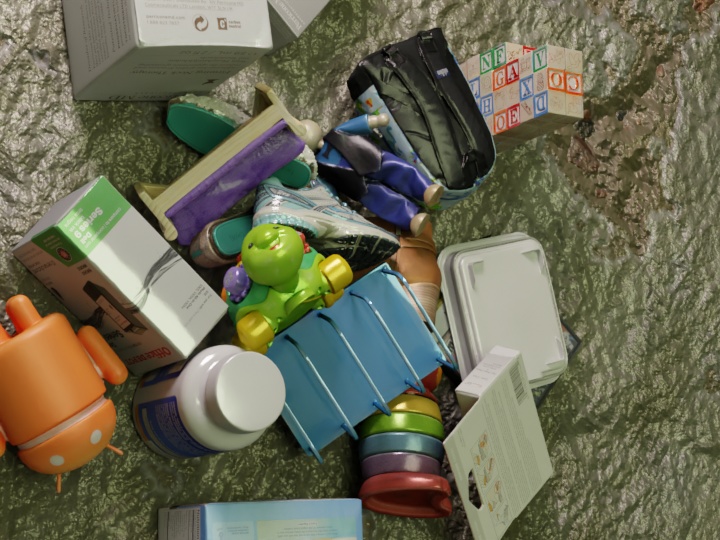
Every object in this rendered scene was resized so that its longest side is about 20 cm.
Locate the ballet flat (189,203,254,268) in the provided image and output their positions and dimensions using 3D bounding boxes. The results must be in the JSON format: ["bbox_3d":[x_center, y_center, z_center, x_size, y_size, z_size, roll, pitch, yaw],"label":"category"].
[{"bbox_3d":[-0.123,-0.045,1.745,0.199,0.067,0.069,-14,80,-47],"label":"ballet flat"}]

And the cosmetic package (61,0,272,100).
[{"bbox_3d":[-0.220,-0.296,1.661,0.166,0.199,0.169,-4,82,-32],"label":"cosmetic package"}]

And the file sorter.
[{"bbox_3d":[-0.007,0.106,1.688,0.199,0.123,0.140,-34,98,-7],"label":"file sorter"}]

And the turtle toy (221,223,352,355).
[{"bbox_3d":[-0.091,0.011,1.616,0.145,0.200,0.102,-35,83,-15],"label":"turtle toy"}]

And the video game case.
[{"bbox_3d":[0.180,0.087,1.935,0.200,0.025,0.181,48,60,-15],"label":"video game case"}]

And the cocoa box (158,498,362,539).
[{"bbox_3d":[-0.109,0.321,1.646,0.198,0.131,0.135,3,78,-31],"label":"cocoa box"}]

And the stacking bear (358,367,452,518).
[{"bbox_3d":[0.054,0.182,1.793,0.112,0.122,0.202,0,65,5],"label":"stacking bear"}]

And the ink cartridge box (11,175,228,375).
[{"bbox_3d":[-0.259,0.010,1.607,0.200,0.145,0.084,47,60,-15],"label":"ink cartridge box"}]

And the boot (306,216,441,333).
[{"bbox_3d":[0.000,0.000,1.818,0.197,0.074,0.156,7,57,-9],"label":"boot"}]

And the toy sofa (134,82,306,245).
[{"bbox_3d":[-0.152,-0.113,1.689,0.199,0.083,0.098,-39,107,-3],"label":"toy sofa"}]

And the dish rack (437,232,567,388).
[{"bbox_3d":[0.190,0.055,1.908,0.170,0.043,0.203,-11,88,-34],"label":"dish rack"}]

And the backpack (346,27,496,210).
[{"bbox_3d":[0.084,-0.177,1.873,0.162,0.154,0.201,-31,76,-37],"label":"backpack"}]

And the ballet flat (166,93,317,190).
[{"bbox_3d":[-0.140,-0.158,1.768,0.198,0.072,0.072,27,67,-18],"label":"ballet flat"}]

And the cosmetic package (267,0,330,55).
[{"bbox_3d":[-0.076,-0.373,1.835,0.107,0.090,0.201,45,58,-19],"label":"cosmetic package"}]

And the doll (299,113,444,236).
[{"bbox_3d":[0.004,-0.127,1.812,0.199,0.138,0.048,30,18,12],"label":"doll"}]

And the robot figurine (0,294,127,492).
[{"bbox_3d":[-0.328,0.124,1.559,0.202,0.116,0.144,62,33,-6],"label":"robot figurine"}]

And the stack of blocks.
[{"bbox_3d":[0.200,-0.228,1.908,0.058,0.199,0.117,5,79,-30],"label":"stack of blocks"}]

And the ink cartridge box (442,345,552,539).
[{"bbox_3d":[0.157,0.224,1.825,0.176,0.044,0.202,-44,129,-35],"label":"ink cartridge box"}]

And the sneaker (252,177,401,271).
[{"bbox_3d":[-0.036,-0.061,1.729,0.198,0.077,0.087,14,55,-35],"label":"sneaker"}]

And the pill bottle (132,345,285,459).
[{"bbox_3d":[-0.160,0.141,1.610,0.111,0.199,0.114,6,77,-30],"label":"pill bottle"}]
